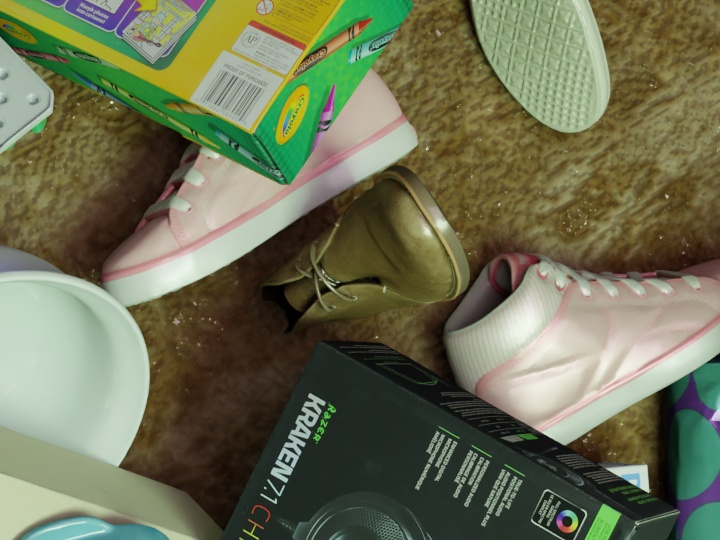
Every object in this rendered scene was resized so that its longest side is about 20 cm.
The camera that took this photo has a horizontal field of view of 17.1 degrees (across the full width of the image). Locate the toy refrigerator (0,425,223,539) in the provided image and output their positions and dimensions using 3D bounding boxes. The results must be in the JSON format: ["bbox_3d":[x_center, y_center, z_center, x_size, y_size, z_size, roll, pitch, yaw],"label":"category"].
[{"bbox_3d":[-0.156,0.132,1.190,0.200,0.070,0.076,26,101,-49],"label":"toy refrigerator"}]

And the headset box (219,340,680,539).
[{"bbox_3d":[0.039,0.156,1.192,0.199,0.093,0.175,30,99,19],"label":"headset box"}]

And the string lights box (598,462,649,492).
[{"bbox_3d":[0.061,0.165,1.323,0.199,0.059,0.103,-4,87,-19],"label":"string lights box"}]

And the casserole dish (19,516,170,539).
[{"bbox_3d":[-0.127,0.214,1.155,0.121,0.039,0.201,-15,117,-17],"label":"casserole dish"}]

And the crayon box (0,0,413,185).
[{"bbox_3d":[-0.089,-0.139,1.231,0.199,0.058,0.119,27,74,28],"label":"crayon box"}]

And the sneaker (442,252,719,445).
[{"bbox_3d":[0.135,0.020,1.350,0.200,0.075,0.105,-30,102,-14],"label":"sneaker"}]

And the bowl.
[{"bbox_3d":[-0.213,0.058,1.197,0.200,0.090,0.202,-21,136,-22],"label":"bowl"}]

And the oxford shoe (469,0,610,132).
[{"bbox_3d":[0.089,-0.174,1.356,0.201,0.075,0.058,61,35,-8],"label":"oxford shoe"}]

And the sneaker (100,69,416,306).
[{"bbox_3d":[-0.072,-0.065,1.276,0.200,0.075,0.105,-32,99,-24],"label":"sneaker"}]

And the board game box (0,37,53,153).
[{"bbox_3d":[-0.288,-0.084,1.192,0.200,0.026,0.200,-40,73,-17],"label":"board game box"}]

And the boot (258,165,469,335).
[{"bbox_3d":[0.000,0.000,1.239,0.075,0.200,0.074,-30,88,-17],"label":"boot"}]

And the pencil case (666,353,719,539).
[{"bbox_3d":[0.221,0.143,1.368,0.092,0.085,0.201,2,86,-6],"label":"pencil case"}]
